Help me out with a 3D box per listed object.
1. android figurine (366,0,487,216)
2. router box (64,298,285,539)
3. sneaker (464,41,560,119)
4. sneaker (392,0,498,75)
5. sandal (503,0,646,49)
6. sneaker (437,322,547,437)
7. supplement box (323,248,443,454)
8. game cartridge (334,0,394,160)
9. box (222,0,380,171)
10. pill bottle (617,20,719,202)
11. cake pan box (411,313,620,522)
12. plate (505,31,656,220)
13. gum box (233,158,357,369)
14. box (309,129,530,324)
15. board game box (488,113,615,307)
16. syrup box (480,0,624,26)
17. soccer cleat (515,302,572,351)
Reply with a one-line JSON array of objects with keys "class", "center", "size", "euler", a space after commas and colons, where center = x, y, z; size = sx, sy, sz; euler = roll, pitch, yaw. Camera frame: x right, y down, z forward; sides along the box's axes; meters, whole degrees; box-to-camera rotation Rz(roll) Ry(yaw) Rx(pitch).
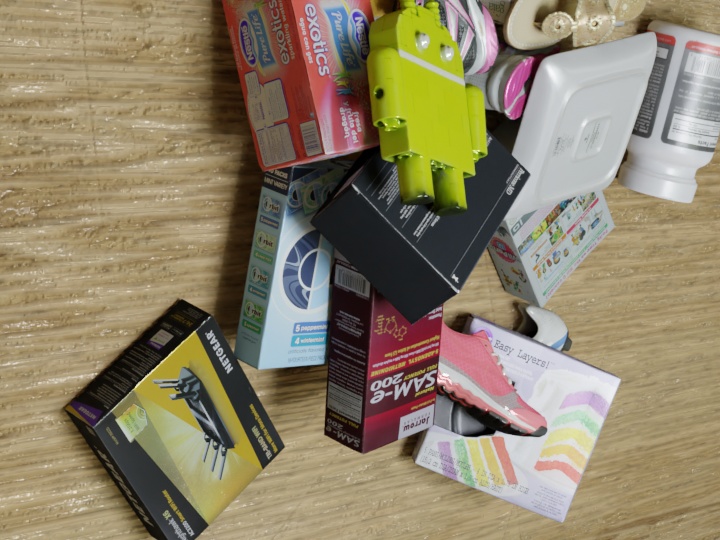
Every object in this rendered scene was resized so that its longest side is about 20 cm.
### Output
[{"class": "android figurine", "center": [0.059, -0.154, 1.396], "size": [0.182, 0.041, 0.202], "euler": [16, 67, -56]}, {"class": "router box", "center": [-0.175, 0.153, 1.504], "size": [0.157, 0.052, 0.201], "euler": [-45, 133, -22]}, {"class": "sneaker", "center": [0.153, -0.212, 1.654], "size": [0.200, 0.088, 0.082], "euler": [-16, 123, -68]}, {"class": "sneaker", "center": [0.067, -0.279, 1.508], "size": [0.086, 0.080, 0.201], "euler": [-24, 97, -28]}, {"class": "sandal", "center": [0.245, -0.271, 1.611], "size": [0.211, 0.069, 0.078], "euler": [-20, 121, -38]}, {"class": "sneaker", "center": [0.135, 0.114, 1.724], "size": [0.199, 0.074, 0.087], "euler": [33, 78, -9]}, {"class": "supplement box", "center": [0.025, 0.069, 1.538], "size": [0.108, 0.061, 0.202], "euler": [-16, 118, -42]}, {"class": "game cartridge", "center": [0.013, -0.195, 1.558], "size": [0.199, 0.032, 0.178], "euler": [-18, 119, -41]}, {"class": "box", "center": [-0.049, -0.199, 1.394], "size": [0.094, 0.102, 0.202], "euler": [-15, 93, -40]}, {"class": "pill bottle", "center": [0.378, -0.191, 1.865], "size": [0.115, 0.115, 0.202], "euler": [1, 107, -45]}, {"class": "cake pan box", "center": [0.175, 0.169, 1.788], "size": [0.199, 0.052, 0.185], "euler": [24, 90, -4]}, {"class": "plate", "center": [0.240, -0.150, 1.677], "size": [0.199, 0.032, 0.201], "euler": [-18, 135, -41]}, {"class": "gum box", "center": [-0.033, -0.008, 1.525], "size": [0.169, 0.044, 0.202], "euler": [-1, 107, -44]}, {"class": "box", "center": [0.061, -0.069, 1.471], "size": [0.141, 0.079, 0.200], "euler": [43, 45, -7]}, {"class": "board game box", "center": [0.203, -0.081, 1.776], "size": [0.148, 0.064, 0.201], "euler": [-45, 132, -21]}, {"class": "syrup box", "center": [0.201, -0.308, 1.662], "size": [0.199, 0.078, 0.082], "euler": [-7, 112, -43]}, {"class": "soccer cleat", "center": [0.171, 0.130, 1.843], "size": [0.086, 0.070, 0.201], "euler": [33, 83, -27]}]
